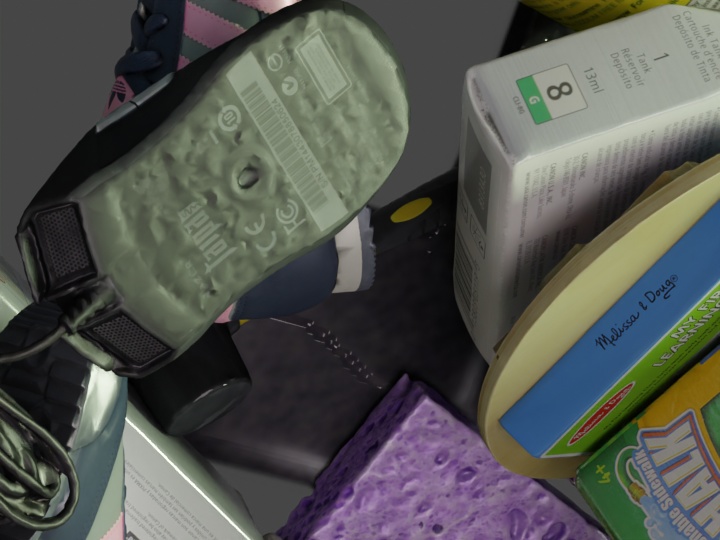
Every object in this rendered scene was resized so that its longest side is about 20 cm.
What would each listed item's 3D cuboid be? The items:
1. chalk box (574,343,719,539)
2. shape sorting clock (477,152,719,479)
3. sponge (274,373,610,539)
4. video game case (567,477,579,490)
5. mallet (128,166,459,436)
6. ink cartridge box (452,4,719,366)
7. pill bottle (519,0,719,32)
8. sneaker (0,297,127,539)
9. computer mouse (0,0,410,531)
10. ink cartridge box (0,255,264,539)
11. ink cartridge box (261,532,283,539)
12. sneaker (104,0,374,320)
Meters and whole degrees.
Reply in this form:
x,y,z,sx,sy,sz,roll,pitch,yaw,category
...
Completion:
x,y,z,sx,sy,sz,roll,pitch,yaw,category
0.170,0.091,0.792,0.200,0.125,0.124,-44,154,18,chalk box
0.129,0.010,0.791,0.199,0.039,0.200,-27,154,-14,shape sorting clock
0.058,0.143,0.901,0.200,0.030,0.112,38,94,-24,sponge
0.208,0.062,0.918,0.181,0.036,0.200,41,92,-23,video game case
0.000,0.000,0.824,0.199,0.041,0.066,-20,71,-13,mallet
0.133,-0.044,0.792,0.199,0.050,0.161,-20,154,-9,ink cartridge box
0.070,-0.151,0.767,0.199,0.112,0.113,25,99,-22,pill bottle
-0.104,0.107,0.741,0.082,0.070,0.201,8,102,-43,sneaker
-0.083,-0.033,0.672,0.200,0.046,0.141,-46,117,-17,computer mouse
-0.161,0.092,0.790,0.175,0.084,0.200,-43,113,-1,ink cartridge box
-0.052,0.204,0.781,0.116,0.200,0.067,-39,115,22,ink cartridge box
-0.057,-0.078,0.750,0.082,0.070,0.201,-18,98,-11,sneaker
